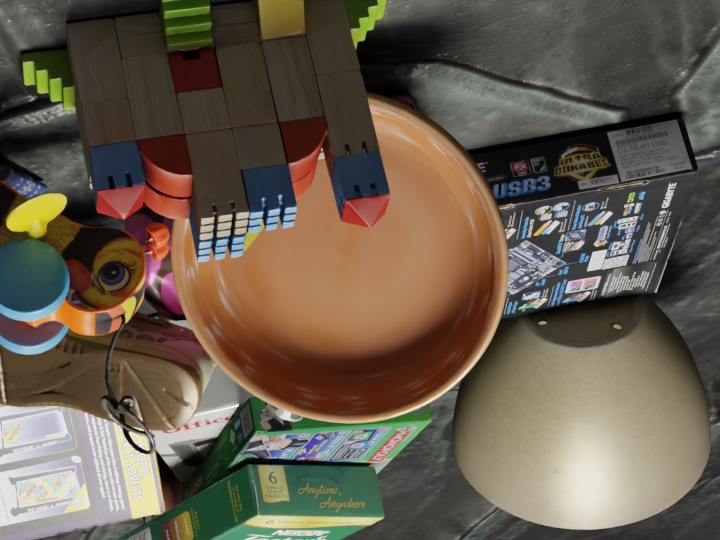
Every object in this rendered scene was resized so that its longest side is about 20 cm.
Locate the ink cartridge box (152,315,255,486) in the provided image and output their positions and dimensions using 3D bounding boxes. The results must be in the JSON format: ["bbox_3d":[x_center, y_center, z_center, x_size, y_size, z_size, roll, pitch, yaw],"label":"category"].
[{"bbox_3d":[-0.087,0.096,1.514,0.147,0.083,0.200,-13,158,3],"label":"ink cartridge box"}]

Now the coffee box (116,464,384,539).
[{"bbox_3d":[-0.089,0.199,1.516,0.123,0.044,0.200,8,152,-40],"label":"coffee box"}]

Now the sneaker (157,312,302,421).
[{"bbox_3d":[-0.081,0.045,1.315,0.115,0.075,0.200,20,178,-2],"label":"sneaker"}]

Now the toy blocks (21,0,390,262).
[{"bbox_3d":[-0.072,-0.070,1.067,0.200,0.137,0.100,-8,157,-11],"label":"toy blocks"}]

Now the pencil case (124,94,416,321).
[{"bbox_3d":[-0.043,-0.035,1.235,0.200,0.091,0.094,-20,121,20],"label":"pencil case"}]

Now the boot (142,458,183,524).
[{"bbox_3d":[-0.088,0.180,1.731,0.200,0.068,0.188,-16,157,5],"label":"boot"}]

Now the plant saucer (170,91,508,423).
[{"bbox_3d":[-0.011,-0.010,1.166,0.200,0.200,0.037,-20,-170,17],"label":"plant saucer"}]

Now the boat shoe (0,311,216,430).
[{"bbox_3d":[-0.190,0.046,1.245,0.200,0.063,0.073,18,121,4],"label":"boat shoe"}]

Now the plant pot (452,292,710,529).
[{"bbox_3d":[0.167,0.078,1.517,0.200,0.200,0.134,-11,129,-6],"label":"plant pot"}]

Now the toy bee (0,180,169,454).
[{"bbox_3d":[-0.168,0.003,1.154,0.109,0.200,0.131,-47,-170,-24],"label":"toy bee"}]

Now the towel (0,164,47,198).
[{"bbox_3d":[-0.294,-0.050,1.151,0.145,0.024,0.200,-24,157,18],"label":"towel"}]

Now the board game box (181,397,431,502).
[{"bbox_3d":[-0.044,0.138,1.489,0.135,0.029,0.200,-3,157,-22],"label":"board game box"}]

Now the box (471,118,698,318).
[{"bbox_3d":[0.121,-0.026,1.390,0.198,0.050,0.200,-9,156,-5],"label":"box"}]

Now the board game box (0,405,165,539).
[{"bbox_3d":[-0.228,0.090,1.347,0.165,0.057,0.200,-11,126,-8],"label":"board game box"}]
